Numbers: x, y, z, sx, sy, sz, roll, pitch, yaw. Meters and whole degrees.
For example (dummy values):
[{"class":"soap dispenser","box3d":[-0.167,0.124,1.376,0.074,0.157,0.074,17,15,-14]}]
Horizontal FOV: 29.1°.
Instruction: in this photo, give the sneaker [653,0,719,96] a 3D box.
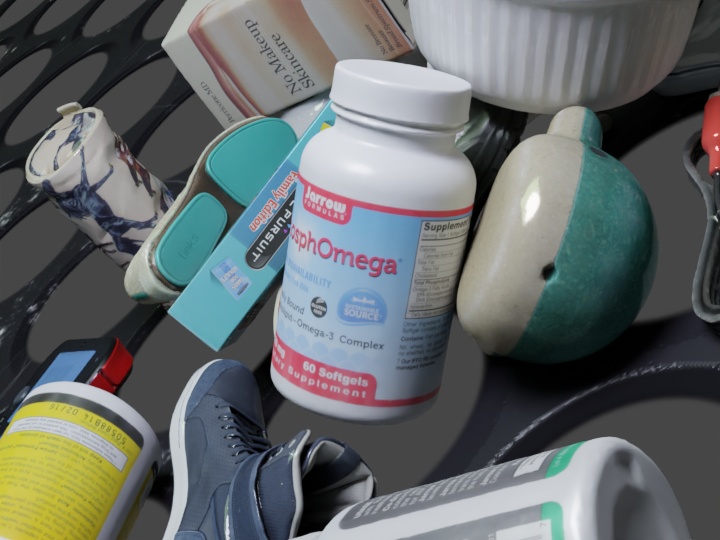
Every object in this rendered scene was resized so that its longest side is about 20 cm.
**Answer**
[{"class":"sneaker","box3d":[0.258,-0.166,0.895,0.198,0.071,0.073,-13,37,42]}]

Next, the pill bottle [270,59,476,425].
[{"class":"pill bottle","box3d":[0.010,-0.019,0.836,0.107,0.203,0.109,8,16,-2]}]

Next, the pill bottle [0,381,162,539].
[{"class":"pill bottle","box3d":[-0.218,0.183,0.928,0.110,0.112,0.201,-18,34,35]}]

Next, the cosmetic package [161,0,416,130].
[{"class":"cosmetic package","box3d":[-0.050,-0.203,1.123,0.198,0.104,0.088,-20,32,35]}]

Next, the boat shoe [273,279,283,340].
[{"class":"boat shoe","box3d":[0.000,0.000,0.976,0.062,0.071,0.201,-22,26,37]}]

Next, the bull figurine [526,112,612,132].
[{"class":"bull figurine","box3d":[0.116,-0.133,1.017,0.198,0.066,0.122,-27,31,7]}]

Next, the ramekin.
[{"class":"ramekin","box3d":[0.120,-0.183,0.867,0.197,0.106,0.201,0,38,0]}]

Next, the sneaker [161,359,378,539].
[{"class":"sneaker","box3d":[-0.053,0.114,0.845,0.146,0.077,0.204,-36,35,32]}]

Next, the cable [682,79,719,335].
[{"class":"cable","box3d":[0.210,-0.048,0.803,0.096,0.050,0.201,-14,36,46]}]

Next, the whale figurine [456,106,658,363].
[{"class":"whale figurine","box3d":[0.121,-0.017,0.834,0.200,0.102,0.161,-70,-1,-77]}]

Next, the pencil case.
[{"class":"pencil case","box3d":[-0.177,-0.044,1.114,0.077,0.200,0.090,-31,30,24]}]

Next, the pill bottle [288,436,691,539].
[{"class":"pill bottle","box3d":[0.046,0.153,0.640,0.198,0.113,0.114,-20,33,33]}]

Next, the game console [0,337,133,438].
[{"class":"game console","box3d":[-0.267,0.128,1.119,0.177,0.031,0.199,-50,16,-20]}]

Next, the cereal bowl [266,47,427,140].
[{"class":"cereal bowl","box3d":[-0.018,-0.136,1.185,0.199,0.084,0.201,-30,30,19]}]

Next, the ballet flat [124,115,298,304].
[{"class":"ballet flat","box3d":[-0.119,-0.050,1.074,0.062,0.068,0.200,-27,20,48]}]

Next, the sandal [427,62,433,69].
[{"class":"sandal","box3d":[0.125,-0.201,1.117,0.206,0.080,0.059,-41,25,-21]}]

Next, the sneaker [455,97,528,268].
[{"class":"sneaker","box3d":[0.052,-0.070,0.918,0.076,0.090,0.202,69,-135,-81]}]

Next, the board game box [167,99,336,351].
[{"class":"board game box","box3d":[-0.054,-0.036,1.014,0.201,0.047,0.151,-53,0,-1]}]
